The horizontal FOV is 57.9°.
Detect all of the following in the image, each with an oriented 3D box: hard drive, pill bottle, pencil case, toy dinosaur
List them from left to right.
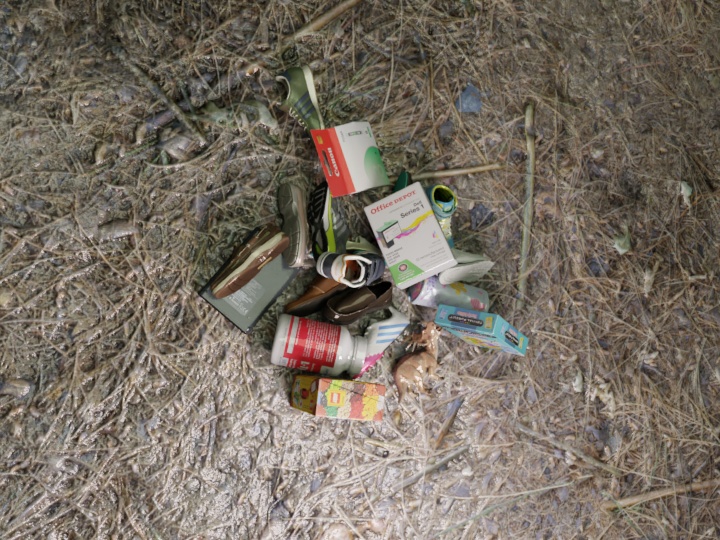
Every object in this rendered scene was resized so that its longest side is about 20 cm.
[{"bbox_3d":[-0.242,0.021,1.449,0.140,0.033,0.200,42,72,-12],"label":"hard drive"},{"bbox_3d":[-0.091,0.168,1.428,0.199,0.112,0.113,13,80,-5],"label":"pill bottle"},{"bbox_3d":[0.128,0.220,1.545,0.200,0.086,0.136,-44,100,-14],"label":"toy dinosaur"},{"bbox_3d":[0.216,0.065,1.593,0.199,0.091,0.083,18,44,-19],"label":"pencil case"}]

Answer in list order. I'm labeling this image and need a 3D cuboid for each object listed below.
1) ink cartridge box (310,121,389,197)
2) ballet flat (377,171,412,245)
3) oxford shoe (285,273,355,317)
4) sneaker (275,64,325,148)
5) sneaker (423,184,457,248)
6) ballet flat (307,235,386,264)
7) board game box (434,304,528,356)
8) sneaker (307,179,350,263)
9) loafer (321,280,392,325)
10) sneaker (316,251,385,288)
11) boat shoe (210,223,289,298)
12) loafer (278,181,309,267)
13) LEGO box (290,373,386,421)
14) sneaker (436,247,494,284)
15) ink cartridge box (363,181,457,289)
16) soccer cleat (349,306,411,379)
[{"bbox_3d":[-0.020,-0.260,1.501,0.200,0.050,0.162,-22,94,-59],"label":"ink cartridge box"},{"bbox_3d":[0.099,-0.138,1.583,0.068,0.068,0.201,20,88,-28],"label":"ballet flat"},{"bbox_3d":[-0.095,0.046,1.495,0.200,0.071,0.071,-29,70,-23],"label":"oxford shoe"},{"bbox_3d":[-0.143,-0.374,1.514,0.090,0.067,0.201,-13,89,-14],"label":"sneaker"},{"bbox_3d":[0.196,-0.116,1.578,0.079,0.130,0.201,-24,95,-22],"label":"sneaker"},{"bbox_3d":[-0.025,-0.056,1.526,0.199,0.069,0.070,10,81,-19],"label":"ballet flat"},{"bbox_3d":[0.287,0.142,1.530,0.200,0.151,0.047,32,72,-50],"label":"board game box"},{"bbox_3d":[-0.067,-0.106,1.465,0.081,0.074,0.201,8,75,-41],"label":"sneaker"},{"bbox_3d":[-0.004,0.062,1.491,0.200,0.072,0.073,-21,53,-39],"label":"loafer"},{"bbox_3d":[0.000,0.000,1.429,0.200,0.079,0.079,-1,105,-47],"label":"sneaker"},{"bbox_3d":[-0.250,-0.025,1.404,0.202,0.075,0.075,-40,76,-19],"label":"boat shoe"},{"bbox_3d":[-0.140,-0.103,1.471,0.063,0.072,0.201,8,68,-43],"label":"loafer"},{"bbox_3d":[-0.052,0.273,1.406,0.148,0.200,0.078,9,81,-19],"label":"LEGO box"},{"bbox_3d":[0.246,-0.021,1.580,0.200,0.077,0.081,0,43,-44],"label":"sneaker"},{"bbox_3d":[0.113,-0.079,1.485,0.144,0.084,0.201,-25,77,9],"label":"ink cartridge box"},{"bbox_3d":[0.030,0.168,1.528,0.086,0.070,0.200,45,69,7],"label":"soccer cleat"}]
